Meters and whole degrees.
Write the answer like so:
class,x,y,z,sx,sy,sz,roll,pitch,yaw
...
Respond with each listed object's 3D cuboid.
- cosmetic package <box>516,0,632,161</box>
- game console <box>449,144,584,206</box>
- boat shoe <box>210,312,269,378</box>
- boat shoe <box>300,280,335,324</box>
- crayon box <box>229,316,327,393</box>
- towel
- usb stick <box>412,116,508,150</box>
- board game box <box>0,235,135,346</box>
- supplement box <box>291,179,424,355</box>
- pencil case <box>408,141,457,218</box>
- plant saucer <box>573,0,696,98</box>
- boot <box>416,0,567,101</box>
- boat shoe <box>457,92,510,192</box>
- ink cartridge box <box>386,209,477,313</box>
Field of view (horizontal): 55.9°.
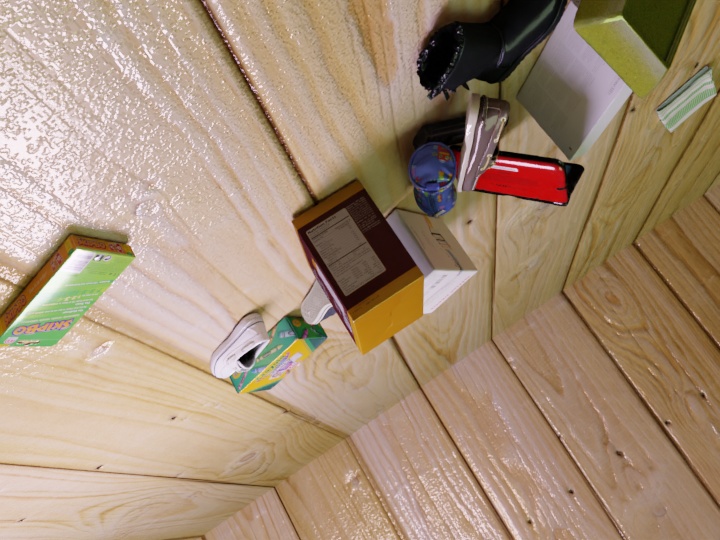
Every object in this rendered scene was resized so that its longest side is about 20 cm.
class,x,y,z,sx,sy,sz,roll,pitch,yaw
cosmetic package,0.349,-0.301,1.083,0.051,0.152,0.201,-21,156,-27
game console,0.269,-0.190,1.160,0.121,0.196,0.173,-68,152,-18
boat shoe,-0.239,0.168,1.335,0.073,0.067,0.201,-14,151,-40
boat shoe,-0.052,0.041,1.334,0.061,0.076,0.200,-17,160,-38
crayon box,-0.179,0.182,1.464,0.200,0.059,0.118,-43,157,21
towel,0.811,-0.420,1.680,0.152,0.024,0.199,-42,158,22
usb stick,0.170,-0.234,1.129,0.197,0.033,0.055,-20,165,-33
board game box,-0.390,0.033,0.887,0.200,0.030,0.095,-45,156,18
supplement box,0.000,0.000,1.141,0.131,0.202,0.198,-31,159,-8
pencil case,0.122,-0.145,1.130,0.076,0.089,0.200,-5,172,7
plant saucer,0.390,-0.369,0.912,0.197,0.048,0.204,24,88,-37
boot,0.170,-0.316,0.903,0.160,0.074,0.199,-17,157,-37
boat shoe,0.183,-0.186,1.033,0.058,0.073,0.201,6,149,5
ink cartridge box,0.107,-0.012,1.349,0.147,0.146,0.198,-42,157,24
